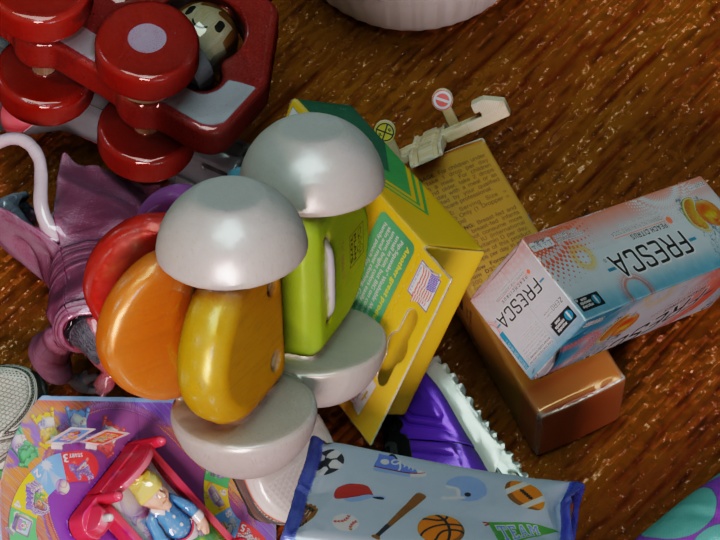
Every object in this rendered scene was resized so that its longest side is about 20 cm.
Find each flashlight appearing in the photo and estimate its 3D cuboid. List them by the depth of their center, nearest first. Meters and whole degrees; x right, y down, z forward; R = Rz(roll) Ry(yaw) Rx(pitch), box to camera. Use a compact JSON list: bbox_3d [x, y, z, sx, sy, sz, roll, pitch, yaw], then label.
[{"bbox_3d":[-0.168,-0.095,1.715,0.200,0.068,0.068,24,32,9],"label":"flashlight"}]

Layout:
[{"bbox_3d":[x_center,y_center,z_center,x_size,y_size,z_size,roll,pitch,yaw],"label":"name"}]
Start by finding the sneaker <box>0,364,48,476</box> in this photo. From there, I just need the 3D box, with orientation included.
[{"bbox_3d":[-0.292,0.106,1.599,0.200,0.085,0.078,-19,63,-9],"label":"sneaker"}]

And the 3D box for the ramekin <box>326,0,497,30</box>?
[{"bbox_3d":[0.037,-0.258,1.772,0.202,0.094,0.203,-1,62,2],"label":"ramekin"}]

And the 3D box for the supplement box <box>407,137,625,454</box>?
[{"bbox_3d":[0.096,0.015,1.643,0.069,0.067,0.200,-25,65,-11],"label":"supplement box"}]

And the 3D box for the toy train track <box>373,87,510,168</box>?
[{"bbox_3d":[0.002,-0.077,1.681,0.200,0.115,0.033,-24,99,8],"label":"toy train track"}]

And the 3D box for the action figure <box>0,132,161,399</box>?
[{"bbox_3d":[-0.168,0.000,1.608,0.134,0.149,0.200,-35,33,12],"label":"action figure"}]

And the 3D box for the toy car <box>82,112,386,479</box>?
[{"bbox_3d":[-0.076,0.007,1.451,0.150,0.175,0.200,14,33,26],"label":"toy car"}]

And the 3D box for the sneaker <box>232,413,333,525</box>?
[{"bbox_3d":[-0.070,0.063,1.560,0.077,0.082,0.200,-1,75,-24],"label":"sneaker"}]

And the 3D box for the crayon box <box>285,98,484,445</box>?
[{"bbox_3d":[0.000,0.000,1.572,0.052,0.126,0.200,5,32,-38],"label":"crayon box"}]

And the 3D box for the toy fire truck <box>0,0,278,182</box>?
[{"bbox_3d":[-0.140,-0.165,1.651,0.200,0.112,0.168,29,59,15],"label":"toy fire truck"}]

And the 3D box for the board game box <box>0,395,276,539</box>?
[{"bbox_3d":[-0.121,0.151,1.527,0.200,0.039,0.158,4,76,-37],"label":"board game box"}]

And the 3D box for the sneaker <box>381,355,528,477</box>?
[{"bbox_3d":[0.039,0.129,1.583,0.099,0.070,0.200,-33,65,-12],"label":"sneaker"}]

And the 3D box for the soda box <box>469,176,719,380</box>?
[{"bbox_3d":[0.163,0.002,1.590,0.200,0.064,0.068,-18,65,-46],"label":"soda box"}]

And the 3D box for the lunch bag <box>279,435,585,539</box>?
[{"bbox_3d":[0.036,0.210,1.480,0.170,0.200,0.124,9,33,8],"label":"lunch bag"}]

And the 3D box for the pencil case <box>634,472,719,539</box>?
[{"bbox_3d":[0.227,0.174,1.543,0.200,0.085,0.092,-35,37,-14],"label":"pencil case"}]
